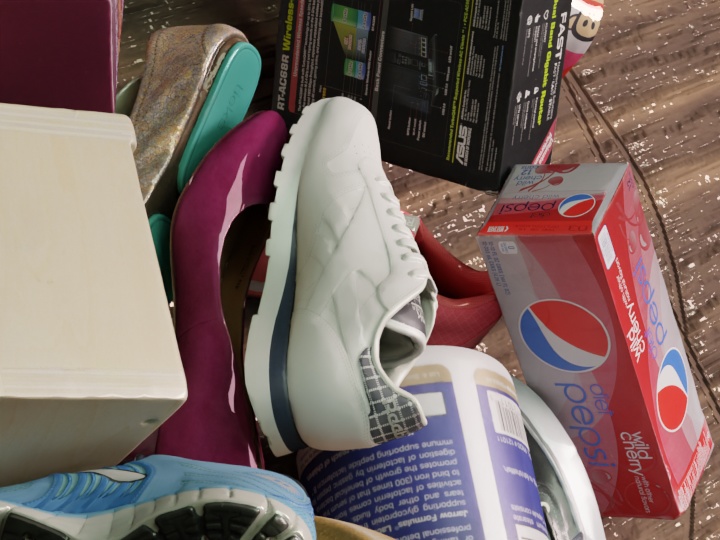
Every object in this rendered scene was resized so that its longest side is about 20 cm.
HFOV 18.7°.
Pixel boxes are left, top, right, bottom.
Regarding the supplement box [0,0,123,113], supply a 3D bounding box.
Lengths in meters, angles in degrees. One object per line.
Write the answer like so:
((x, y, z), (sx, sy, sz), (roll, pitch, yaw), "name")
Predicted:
((-0.180, -0.182, 1.088), (0.131, 0.103, 0.200), (3, 56, -5), "supplement box")

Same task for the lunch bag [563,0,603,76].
((0.076, -0.189, 1.263), (0.082, 0.176, 0.200), (13, 54, -30), "lunch bag")

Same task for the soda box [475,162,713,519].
((0.126, 0.040, 1.155), (0.063, 0.070, 0.200), (-59, 138, -44), "soda box")

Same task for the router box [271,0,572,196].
((0.035, -0.154, 1.160), (0.150, 0.200, 0.062), (18, 24, 28), "router box")

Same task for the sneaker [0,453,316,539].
((-0.112, 0.121, 0.946), (0.090, 0.200, 0.078), (-55, 142, -71), "sneaker")

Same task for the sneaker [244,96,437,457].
((0.000, 0.000, 1.045), (0.076, 0.080, 0.200), (58, 29, -50), "sneaker")

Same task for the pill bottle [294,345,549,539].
((0.036, 0.147, 1.054), (0.116, 0.116, 0.200), (9, 57, -33), "pill bottle")

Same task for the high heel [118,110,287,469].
((-0.052, 0.019, 1.053), (0.096, 0.067, 0.200), (16, 76, 22), "high heel")

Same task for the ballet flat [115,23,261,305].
((-0.114, -0.034, 1.089), (0.067, 0.068, 0.200), (16, 71, 22), "ballet flat")

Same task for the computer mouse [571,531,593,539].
((0.123, 0.225, 1.041), (0.044, 0.110, 0.200), (-1, 86, 4), "computer mouse")

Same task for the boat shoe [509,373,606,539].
((0.089, 0.145, 1.130), (0.057, 0.069, 0.200), (-11, 71, -40), "boat shoe")

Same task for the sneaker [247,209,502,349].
((-0.010, -0.018, 1.149), (0.200, 0.087, 0.074), (30, 47, -17), "sneaker")

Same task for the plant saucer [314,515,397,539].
((-0.050, 0.161, 0.935), (0.200, 0.200, 0.035), (-47, 132, -45), "plant saucer")

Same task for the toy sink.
((-0.168, -0.004, 0.992), (0.112, 0.130, 0.200), (2, 60, -36), "toy sink")
